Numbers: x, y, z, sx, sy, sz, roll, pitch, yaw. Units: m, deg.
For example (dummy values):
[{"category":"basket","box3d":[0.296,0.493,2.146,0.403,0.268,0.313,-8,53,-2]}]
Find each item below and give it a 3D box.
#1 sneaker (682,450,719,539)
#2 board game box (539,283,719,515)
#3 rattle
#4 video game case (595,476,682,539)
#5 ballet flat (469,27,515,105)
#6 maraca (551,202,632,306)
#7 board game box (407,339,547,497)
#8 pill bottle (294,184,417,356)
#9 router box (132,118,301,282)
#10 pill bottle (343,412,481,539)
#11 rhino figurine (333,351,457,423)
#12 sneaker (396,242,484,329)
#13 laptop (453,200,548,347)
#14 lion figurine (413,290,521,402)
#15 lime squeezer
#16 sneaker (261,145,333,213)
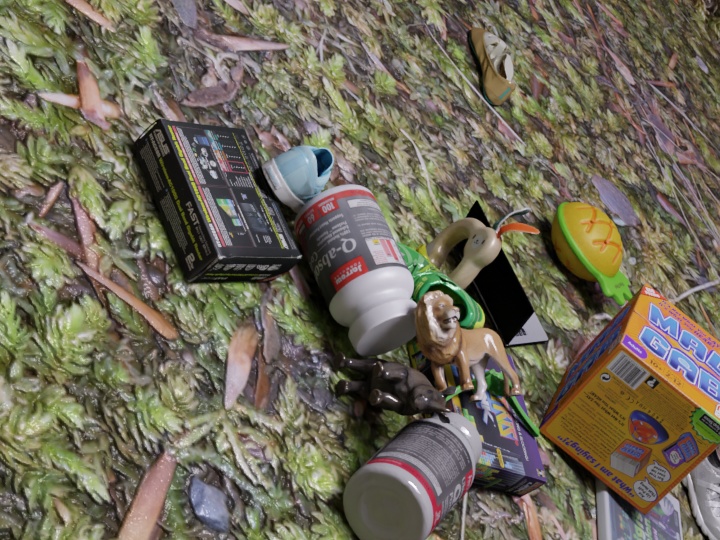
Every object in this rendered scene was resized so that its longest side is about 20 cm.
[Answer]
[{"category":"sneaker","box3d":[0.569,0.355,2.123,0.074,0.082,0.201,3,57,-50]},{"category":"board game box","box3d":[0.416,0.186,1.951,0.200,0.200,0.200,38,32,2]},{"category":"rattle","box3d":[0.127,-0.055,1.844,0.143,0.200,0.130,46,46,-14]},{"category":"video game case","box3d":[0.414,0.376,1.963,0.181,0.023,0.201,37,36,-23]},{"category":"ballet flat","box3d":[0.250,-0.388,2.453,0.068,0.063,0.201,25,41,-37]},{"category":"maraca","box3d":[0.395,-0.030,2.250,0.201,0.107,0.137,57,32,7]},{"category":"board game box","box3d":[0.157,0.192,1.786,0.165,0.057,0.201,19,46,-40]},{"category":"pill bottle","box3d":[0.000,0.000,1.704,0.115,0.116,0.201,9,47,-47]},{"category":"router box","box3d":[-0.174,-0.083,1.625,0.149,0.062,0.201,1,58,-52]},{"category":"pill bottle","box3d":[0.070,0.242,1.577,0.111,0.111,0.200,53,33,2]},{"category":"rhino figurine","box3d":[0.050,0.144,1.608,0.087,0.200,0.060,17,88,-34]},{"category":"sneaker","box3d":[0.080,0.017,1.783,0.199,0.074,0.084,32,-5,13]},{"category":"laptop","box3d":[0.229,0.005,2.000,0.199,0.116,0.188,-1,61,-52]},{"category":"lion figurine","box3d":[0.133,0.098,1.673,0.200,0.072,0.123,20,57,-57]},{"category":"lime squeezer","box3d":[0.166,0.164,1.752,0.199,0.038,0.071,22,75,-41]},{"category":"sneaker","box3d":[-0.065,-0.122,1.733,0.074,0.082,0.200,64,8,1]}]
